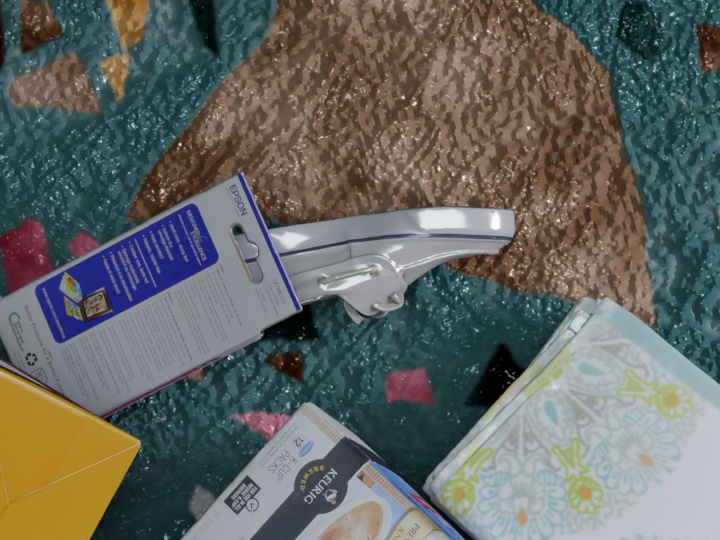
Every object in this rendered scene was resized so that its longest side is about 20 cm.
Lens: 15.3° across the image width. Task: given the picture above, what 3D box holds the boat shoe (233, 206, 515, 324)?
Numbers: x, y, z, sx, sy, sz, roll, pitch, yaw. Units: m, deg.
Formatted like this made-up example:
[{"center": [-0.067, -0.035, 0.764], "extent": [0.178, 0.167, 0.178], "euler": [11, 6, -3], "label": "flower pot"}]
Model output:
[{"center": [0.000, 0.000, 1.666], "extent": [0.199, 0.072, 0.066], "euler": [-7, 86, 4], "label": "boat shoe"}]

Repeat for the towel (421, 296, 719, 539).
[{"center": [0.161, 0.132, 1.618], "extent": [0.200, 0.048, 0.171], "euler": [40, 79, 18], "label": "towel"}]

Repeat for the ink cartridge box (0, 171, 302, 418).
[{"center": [-0.131, 0.023, 1.659], "extent": [0.200, 0.037, 0.095], "euler": [-27, 82, 23], "label": "ink cartridge box"}]

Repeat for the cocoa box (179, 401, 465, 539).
[{"center": [-0.037, 0.204, 1.607], "extent": [0.131, 0.133, 0.200], "euler": [42, 88, 21], "label": "cocoa box"}]

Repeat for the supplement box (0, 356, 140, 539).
[{"center": [-0.274, 0.133, 1.591], "extent": [0.200, 0.133, 0.198], "euler": [25, 86, 49], "label": "supplement box"}]
